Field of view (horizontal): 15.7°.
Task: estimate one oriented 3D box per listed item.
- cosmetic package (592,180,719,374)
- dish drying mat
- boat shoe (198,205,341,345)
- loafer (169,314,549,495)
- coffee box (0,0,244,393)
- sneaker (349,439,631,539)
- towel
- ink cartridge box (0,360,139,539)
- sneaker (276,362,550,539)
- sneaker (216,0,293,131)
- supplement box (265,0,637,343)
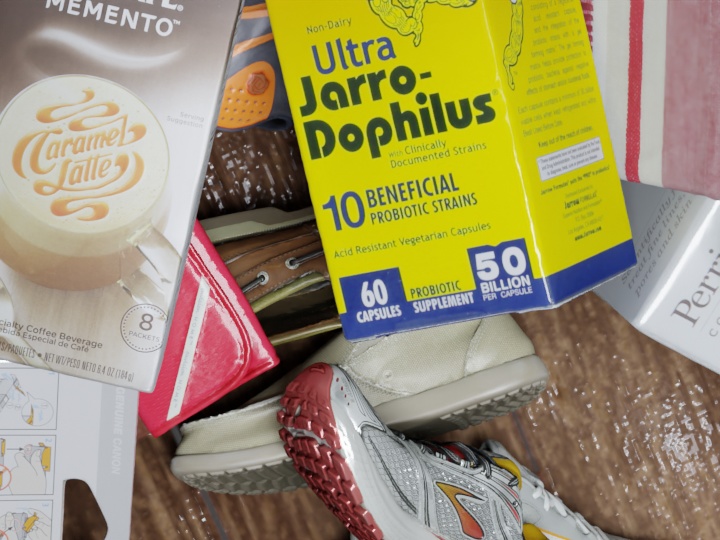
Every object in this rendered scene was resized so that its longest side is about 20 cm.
[{"bbox_3d":[0.230,-0.021,1.327,0.200,0.165,0.165,26,98,-19],"label":"cosmetic package"},{"bbox_3d":[-0.121,-0.021,1.260,0.077,0.018,0.200,-31,100,6],"label":"dish drying mat"},{"bbox_3d":[0.000,0.000,1.312,0.200,0.068,0.072,-17,145,5],"label":"boat shoe"},{"bbox_3d":[-0.005,0.063,1.350,0.200,0.076,0.068,-17,72,1],"label":"loafer"},{"bbox_3d":[-0.126,-0.058,1.203,0.114,0.080,0.200,12,101,-2],"label":"coffee box"},{"bbox_3d":[0.090,0.139,1.394,0.200,0.076,0.092,7,100,-17],"label":"sneaker"},{"bbox_3d":[0.099,-0.120,1.247,0.023,0.200,0.144,-19,116,-46],"label":"towel"},{"bbox_3d":[-0.204,0.121,1.296,0.176,0.045,0.200,-1,117,-14],"label":"ink cartridge box"},{"bbox_3d":[0.030,0.107,1.301,0.082,0.078,0.200,-46,128,-9],"label":"sneaker"},{"bbox_3d":[-0.088,-0.139,1.262,0.200,0.078,0.112,41,93,-21],"label":"sneaker"},{"bbox_3d":[0.040,-0.080,1.204,0.109,0.110,0.200,-11,95,28],"label":"supplement box"}]
